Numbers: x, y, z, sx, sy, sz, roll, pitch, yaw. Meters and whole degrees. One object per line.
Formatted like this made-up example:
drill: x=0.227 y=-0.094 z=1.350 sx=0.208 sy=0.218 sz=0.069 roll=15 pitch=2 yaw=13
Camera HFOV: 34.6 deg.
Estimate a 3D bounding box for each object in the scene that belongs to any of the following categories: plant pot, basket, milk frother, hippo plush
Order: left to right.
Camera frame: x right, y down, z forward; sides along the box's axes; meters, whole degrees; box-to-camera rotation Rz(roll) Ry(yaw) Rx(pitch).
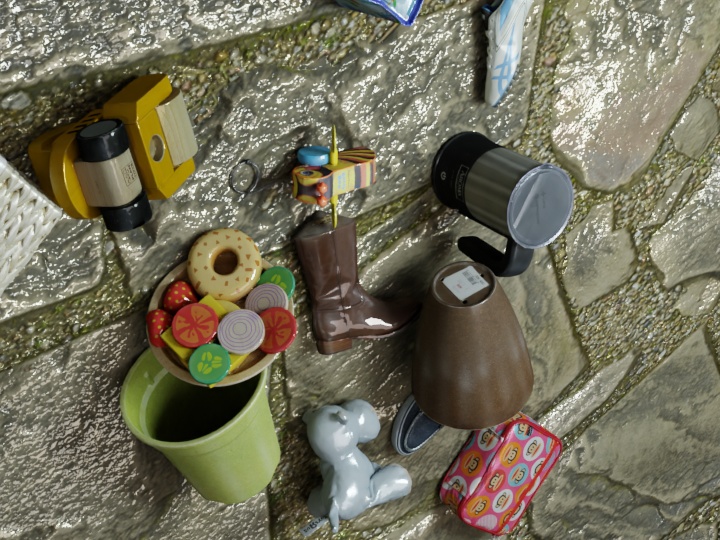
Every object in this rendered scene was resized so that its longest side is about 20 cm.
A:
basket: x=-0.444 y=-0.042 z=1.285 sx=0.123 sy=0.135 sz=0.201 roll=39 pitch=87 yaw=-39
plant pot: x=-0.192 y=0.204 z=1.526 sx=0.199 sy=0.200 sz=0.186 roll=-34 pitch=135 yaw=-16
hippo plush: x=-0.037 y=0.277 z=1.694 sx=0.198 sy=0.158 sz=0.163 roll=-17 pitch=88 yaw=-42
plant pot: x=0.155 y=0.090 z=1.658 sx=0.185 sy=0.187 sz=0.202 roll=-28 pitch=135 yaw=-19
milk frother: x=0.236 y=-0.103 z=1.655 sx=0.198 sy=0.188 sz=0.183 roll=-21 pitch=120 yaw=-23

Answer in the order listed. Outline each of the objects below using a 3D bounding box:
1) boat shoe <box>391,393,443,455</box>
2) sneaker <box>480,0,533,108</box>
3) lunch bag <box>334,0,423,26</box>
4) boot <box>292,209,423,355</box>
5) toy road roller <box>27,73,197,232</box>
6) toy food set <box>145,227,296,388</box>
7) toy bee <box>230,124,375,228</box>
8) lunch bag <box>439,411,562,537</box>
boat shoe: x=0.128 y=0.210 z=1.775 sx=0.071 sy=0.091 sz=0.202 roll=35 pitch=89 yaw=-37
sneaker: x=0.197 y=-0.330 z=1.621 sx=0.071 sy=0.072 sz=0.203 roll=10 pitch=114 yaw=1
lunch bag: x=0.030 y=-0.417 z=1.407 sx=0.126 sy=0.170 sz=0.203 roll=21 pitch=96 yaw=-36
boot: x=0.000 y=0.000 z=1.632 sx=0.184 sy=0.064 sz=0.203 roll=-22 pitch=115 yaw=-26
toy road roller: x=-0.298 y=-0.140 z=1.365 sx=0.201 sy=0.144 sz=0.125 roll=-55 pitch=139 yaw=-50
toy food set: x=-0.175 y=0.054 z=1.464 sx=0.200 sy=0.197 sz=0.049 roll=-42 pitch=156 yaw=-19
toy bee: x=-0.051 y=-0.111 z=1.521 sx=0.199 sy=0.108 sz=0.132 roll=-33 pitch=125 yaw=-17
lunch bag: x=0.239 y=0.335 z=1.909 sx=0.175 sy=0.082 sz=0.202 roll=30 pitch=94 yaw=-41
